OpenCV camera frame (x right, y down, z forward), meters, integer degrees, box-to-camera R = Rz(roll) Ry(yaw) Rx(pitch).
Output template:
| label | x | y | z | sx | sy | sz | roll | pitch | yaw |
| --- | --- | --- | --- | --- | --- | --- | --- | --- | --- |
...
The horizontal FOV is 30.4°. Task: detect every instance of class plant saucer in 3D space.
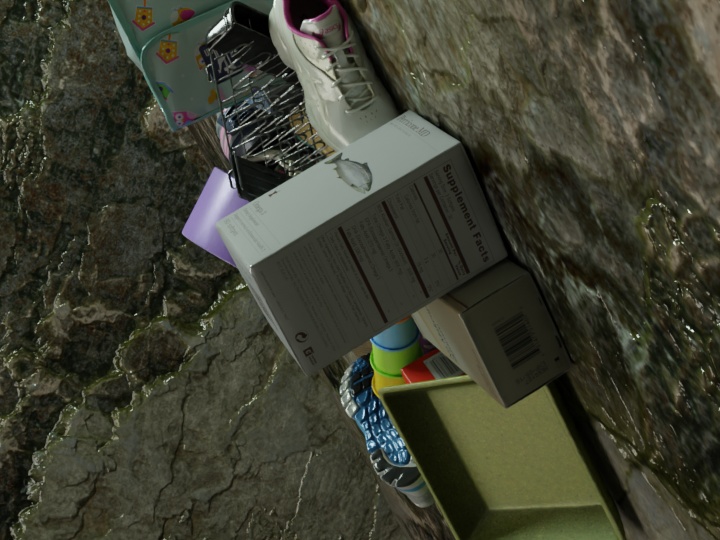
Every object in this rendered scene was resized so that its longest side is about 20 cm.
| label | x | y | z | sx | sy | sz | roll | pitch | yaw |
| --- | --- | --- | --- | --- | --- | --- | --- | --- | --- |
| plant saucer | 0.140 | 0.172 | 1.252 | 0.199 | 0.048 | 0.200 | -13 | 111 | 44 |

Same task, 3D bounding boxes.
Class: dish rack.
| label | x | y | z | sx | sy | sz | roll | pitch | yaw |
| --- | --- | --- | --- | --- | --- | --- | --- | --- | --- |
| dish rack | -0.072 | -0.137 | 1.244 | 0.153 | 0.054 | 0.201 | 15 | -125 | -49 |

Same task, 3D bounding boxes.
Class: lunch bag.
| label | x | y | z | sx | sy | sz | roll | pitch | yaw |
| --- | --- | --- | --- | --- | --- | --- | --- | --- | --- |
| lunch bag | -0.172 | -0.267 | 1.422 | 0.201 | 0.170 | 0.122 | 63 | 174 | 5 |

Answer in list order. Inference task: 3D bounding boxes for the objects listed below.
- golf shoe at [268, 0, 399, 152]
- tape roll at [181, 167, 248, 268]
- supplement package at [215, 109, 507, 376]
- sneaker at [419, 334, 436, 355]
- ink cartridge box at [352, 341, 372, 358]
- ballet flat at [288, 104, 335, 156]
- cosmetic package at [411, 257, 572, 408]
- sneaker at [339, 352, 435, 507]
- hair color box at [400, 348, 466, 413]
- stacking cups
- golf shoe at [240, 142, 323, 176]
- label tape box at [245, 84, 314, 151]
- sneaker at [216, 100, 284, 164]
| label | x | y | z | sx | sy | sz | roll | pitch | yaw |
| --- | --- | --- | --- | --- | --- | --- | --- | --- | --- |
| golf shoe | -0.023 | -0.179 | 1.183 | 0.201 | 0.075 | 0.092 | 57 | 168 | 14 |
| tape roll | -0.093 | -0.033 | 1.485 | 0.199 | 0.085 | 0.200 | 28 | -178 | -1 |
| supplement package | 0.000 | -0.026 | 1.113 | 0.118 | 0.199 | 0.117 | 63 | 171 | -27 |
| sneaker | 0.072 | 0.040 | 1.386 | 0.114 | 0.072 | 0.201 | 40 | 159 | 59 |
| ink cartridge box | 0.041 | 0.084 | 1.587 | 0.165 | 0.075 | 0.200 | 49 | 171 | -7 |
| ballet flat | -0.013 | -0.141 | 1.338 | 0.200 | 0.068 | 0.063 | 45 | 141 | 47 |
| cosmetic package | 0.099 | 0.033 | 1.178 | 0.104 | 0.073 | 0.200 | 62 | 171 | -20 |
| sneaker | 0.035 | 0.174 | 1.430 | 0.201 | 0.075 | 0.087 | -108 | -9 | -46 |
| hair color box | 0.121 | 0.160 | 1.393 | 0.061 | 0.101 | 0.200 | 54 | 171 | 46 |
| stacking cups | 0.029 | 0.048 | 1.338 | 0.061 | 0.060 | 0.201 | 52 | 160 | 44 |
| golf shoe | -0.042 | -0.082 | 1.372 | 0.199 | 0.088 | 0.078 | 19 | 104 | 42 |
| label tape box | -0.079 | -0.184 | 1.538 | 0.201 | 0.063 | 0.144 | 57 | 171 | 8 |
| sneaker | -0.135 | -0.161 | 1.488 | 0.082 | 0.070 | 0.200 | 57 | 169 | -4 |
